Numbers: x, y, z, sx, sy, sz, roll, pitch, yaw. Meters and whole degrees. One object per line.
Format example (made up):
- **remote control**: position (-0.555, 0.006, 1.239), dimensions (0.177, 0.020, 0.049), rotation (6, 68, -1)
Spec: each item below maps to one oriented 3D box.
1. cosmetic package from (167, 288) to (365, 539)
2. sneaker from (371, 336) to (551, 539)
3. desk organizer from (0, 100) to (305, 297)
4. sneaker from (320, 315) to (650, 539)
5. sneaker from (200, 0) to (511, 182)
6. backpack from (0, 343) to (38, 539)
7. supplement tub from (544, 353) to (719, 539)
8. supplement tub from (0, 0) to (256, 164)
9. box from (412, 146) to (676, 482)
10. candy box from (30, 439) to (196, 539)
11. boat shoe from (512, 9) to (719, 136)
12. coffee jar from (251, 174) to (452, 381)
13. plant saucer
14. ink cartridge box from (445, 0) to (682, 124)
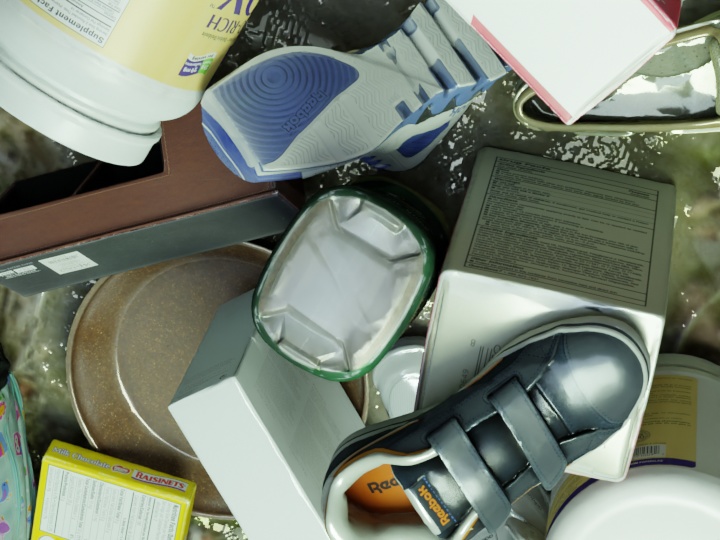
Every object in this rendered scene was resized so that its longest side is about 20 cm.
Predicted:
- **cosmetic package**: position (-0.034, 0.124, 1.374), dimensions (0.052, 0.151, 0.200), rotation (-24, 106, 19)
- **sneaker**: position (0.072, 0.138, 1.421), dimensions (0.075, 0.115, 0.200), rotation (-31, 104, 19)
- **desk organizer**: position (-0.137, -0.050, 1.387), dimensions (0.199, 0.072, 0.077), rotation (-14, 73, 14)
- **sneaker**: position (0.067, 0.098, 1.209), dimensions (0.200, 0.079, 0.079), rotation (-30, 105, 21)
- **sneaker**: position (0.002, -0.090, 1.326), dimensions (0.081, 0.199, 0.115), rotation (59, 156, 16)
- **backpack**: position (-0.283, 0.138, 1.473), dimensions (0.166, 0.127, 0.201), rotation (2, 114, 21)
- **supplement tub**: position (0.186, 0.146, 1.360), dimensions (0.145, 0.200, 0.146), rotation (3, 112, 8)
- **supplement tub**: position (-0.129, -0.177, 1.286), dimensions (0.145, 0.145, 0.200), rotation (31, 104, -4)
- **box**: position (0.110, 0.021, 1.320), dimensions (0.127, 0.200, 0.109), rotation (12, 114, 5)
- **candy box**: position (-0.175, 0.208, 1.517), dimensions (0.102, 0.026, 0.201), rotation (15, 125, 2)
- **boat shoe**: position (0.190, -0.112, 1.328), dimensions (0.200, 0.063, 0.073), rotation (-2, 112, 10)
- **coffee jar**: position (0.000, 0.000, 1.308), dimensions (0.085, 0.200, 0.105), rotation (32, 98, 3)
- **plant saucer**: position (-0.090, 0.065, 1.461), dimensions (0.199, 0.037, 0.201), rotation (3, 113, 7)
- **ink cartridge box**: position (0.104, -0.188, 1.238), dimensions (0.145, 0.200, 0.084), rotation (45, 115, -10)
